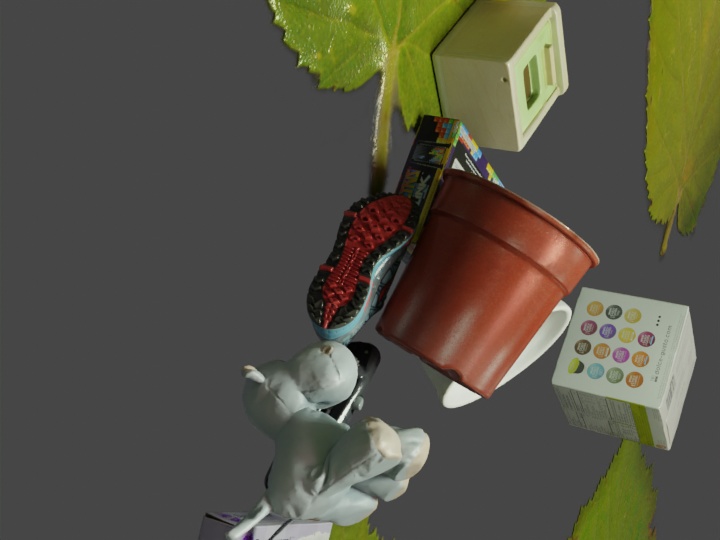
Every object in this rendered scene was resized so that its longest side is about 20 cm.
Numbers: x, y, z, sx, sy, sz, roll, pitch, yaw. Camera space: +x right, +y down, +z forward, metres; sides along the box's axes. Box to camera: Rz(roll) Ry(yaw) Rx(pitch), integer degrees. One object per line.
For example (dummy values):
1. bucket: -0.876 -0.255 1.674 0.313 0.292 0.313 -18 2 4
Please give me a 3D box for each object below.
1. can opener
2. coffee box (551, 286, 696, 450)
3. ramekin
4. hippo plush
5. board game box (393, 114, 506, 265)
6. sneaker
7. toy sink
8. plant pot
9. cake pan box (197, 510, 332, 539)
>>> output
1. can opener: -0.036 0.160 1.171 0.200 0.063 0.079 -61 147 -29
2. coffee box: 0.477 0.176 1.944 0.200 0.197 0.200 -67 151 -21
3. ramekin: 0.159 0.076 1.367 0.200 0.098 0.201 -30 157 -14
4. hippo plush: -0.046 0.163 1.073 0.200 0.161 0.159 -29 152 3
5. board game box: 0.108 -0.073 1.348 0.200 0.057 0.166 44 64 -57
6. sneaker: 0.000 0.000 1.189 0.200 0.079 0.096 -56 161 -28
7. toy sink: 0.191 -0.264 1.366 0.200 0.112 0.131 -53 142 -38
8. plant pot: 0.127 0.022 1.195 0.195 0.201 0.201 -58 148 -4
9. cake pan box: -0.115 0.344 1.115 0.200 0.052 0.185 24 77 -60
